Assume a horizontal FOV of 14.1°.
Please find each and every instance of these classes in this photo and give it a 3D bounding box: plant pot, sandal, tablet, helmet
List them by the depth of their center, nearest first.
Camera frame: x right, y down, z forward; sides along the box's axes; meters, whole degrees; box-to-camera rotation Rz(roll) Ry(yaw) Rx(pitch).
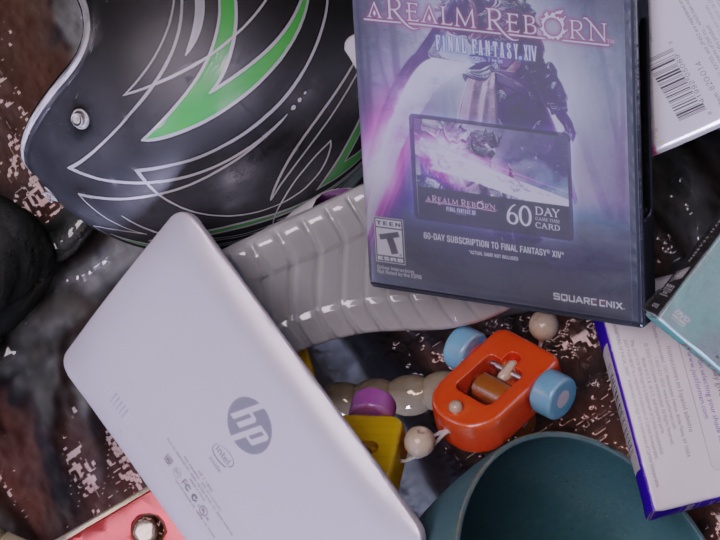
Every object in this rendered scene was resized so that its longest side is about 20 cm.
[{"bbox_3d":[-0.059,0.084,1.389,0.200,0.014,0.130,53,129,15],"label":"tablet"},{"bbox_3d":[0.075,0.195,1.404,0.135,0.200,0.201,-31,75,40],"label":"plant pot"},{"bbox_3d":[-0.001,-0.007,1.426,0.202,0.050,0.083,-13,107,0],"label":"sandal"},{"bbox_3d":[-0.074,-0.105,1.463,0.199,0.200,0.192,-11,74,17],"label":"helmet"}]

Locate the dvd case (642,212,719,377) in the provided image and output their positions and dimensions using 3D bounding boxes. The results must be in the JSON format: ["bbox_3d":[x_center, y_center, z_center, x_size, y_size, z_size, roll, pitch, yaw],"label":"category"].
[{"bbox_3d":[0.244,-0.014,1.336,0.146,0.022,0.200,39,84,-12],"label":"dvd case"}]

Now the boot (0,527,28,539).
[{"bbox_3d":[-0.176,0.237,1.525,0.155,0.073,0.201,13,86,15],"label":"boot"}]

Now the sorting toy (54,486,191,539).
[{"bbox_3d":[-0.122,0.224,1.446,0.200,0.070,0.199,-30,75,0],"label":"sorting toy"}]

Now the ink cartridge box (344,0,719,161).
[{"bbox_3d":[0.103,-0.106,1.344,0.200,0.067,0.117,-23,101,36],"label":"ink cartridge box"}]

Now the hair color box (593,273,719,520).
[{"bbox_3d":[0.220,0.041,1.393,0.199,0.065,0.110,-14,81,1],"label":"hair color box"}]

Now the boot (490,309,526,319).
[{"bbox_3d":[0.082,-0.078,1.477,0.095,0.074,0.201,-7,92,11],"label":"boot"}]

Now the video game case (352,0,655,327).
[{"bbox_3d":[0.064,-0.077,1.326,0.142,0.019,0.201,9,117,26],"label":"video game case"}]

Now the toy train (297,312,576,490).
[{"bbox_3d":[0.002,0.062,1.440,0.200,0.056,0.150,23,55,33],"label":"toy train"}]

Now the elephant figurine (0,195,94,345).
[{"bbox_3d":[-0.274,-0.022,1.545,0.200,0.155,0.142,39,120,8],"label":"elephant figurine"}]

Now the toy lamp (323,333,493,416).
[{"bbox_3d":[-0.023,0.069,1.501,0.199,0.058,0.058,-10,83,16],"label":"toy lamp"}]
